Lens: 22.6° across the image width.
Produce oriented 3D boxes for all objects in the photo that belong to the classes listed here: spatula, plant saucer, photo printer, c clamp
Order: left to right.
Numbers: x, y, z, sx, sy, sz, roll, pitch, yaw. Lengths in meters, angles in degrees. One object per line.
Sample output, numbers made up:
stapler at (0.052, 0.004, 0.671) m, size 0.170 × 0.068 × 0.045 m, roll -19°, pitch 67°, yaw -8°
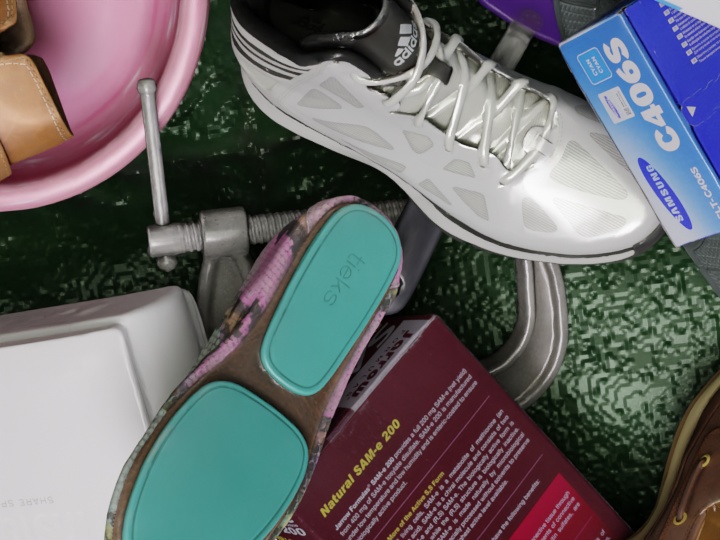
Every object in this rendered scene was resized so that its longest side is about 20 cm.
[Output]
plant saucer at (-0.164, -0.129, 0.813) m, size 0.199 × 0.051 × 0.202 m, roll 1°, pitch 100°, yaw 4°
photo printer at (-0.124, 0.116, 0.817) m, size 0.166 × 0.069 × 0.201 m, roll -8°, pitch 103°, yaw 31°
c clamp at (0.000, 0.000, 0.812) m, size 0.199 × 0.027 × 0.172 m, roll -1°, pitch 104°, yaw -10°
spatula at (0.052, -0.071, 0.791) m, size 0.056 × 0.021 × 0.201 m, roll 27°, pitch 84°, yaw -5°

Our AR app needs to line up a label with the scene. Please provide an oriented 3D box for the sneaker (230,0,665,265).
sneaker at (0.032, -0.063, 0.719) m, size 0.200 × 0.115 × 0.076 m, roll 24°, pitch 86°, yaw 10°

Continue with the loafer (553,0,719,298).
loafer at (0.152, -0.067, 0.787) m, size 0.063 × 0.072 × 0.201 m, roll -41°, pitch 109°, yaw -30°

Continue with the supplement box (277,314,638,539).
supplement box at (0.051, 0.127, 0.794) m, size 0.200 × 0.061 × 0.109 m, roll 48°, pitch 69°, yaw -16°

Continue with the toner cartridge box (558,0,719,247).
toner cartridge box at (0.177, -0.101, 0.734) m, size 0.200 × 0.043 × 0.095 m, roll -35°, pitch 96°, yaw -31°

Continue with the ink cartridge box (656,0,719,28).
ink cartridge box at (0.162, -0.182, 0.697) m, size 0.116 × 0.200 × 0.068 m, roll 26°, pitch 141°, yaw 12°

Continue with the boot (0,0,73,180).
boot at (-0.222, -0.110, 0.761) m, size 0.154 × 0.077 × 0.201 m, roll -23°, pitch 87°, yaw 1°

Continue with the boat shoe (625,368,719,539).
boat shoe at (0.166, 0.107, 0.781) m, size 0.072 × 0.067 × 0.200 m, roll 44°, pitch 68°, yaw -17°

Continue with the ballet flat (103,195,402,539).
ballet flat at (-0.047, 0.054, 0.733) m, size 0.069 × 0.071 × 0.201 m, roll 39°, pitch 59°, yaw -16°
